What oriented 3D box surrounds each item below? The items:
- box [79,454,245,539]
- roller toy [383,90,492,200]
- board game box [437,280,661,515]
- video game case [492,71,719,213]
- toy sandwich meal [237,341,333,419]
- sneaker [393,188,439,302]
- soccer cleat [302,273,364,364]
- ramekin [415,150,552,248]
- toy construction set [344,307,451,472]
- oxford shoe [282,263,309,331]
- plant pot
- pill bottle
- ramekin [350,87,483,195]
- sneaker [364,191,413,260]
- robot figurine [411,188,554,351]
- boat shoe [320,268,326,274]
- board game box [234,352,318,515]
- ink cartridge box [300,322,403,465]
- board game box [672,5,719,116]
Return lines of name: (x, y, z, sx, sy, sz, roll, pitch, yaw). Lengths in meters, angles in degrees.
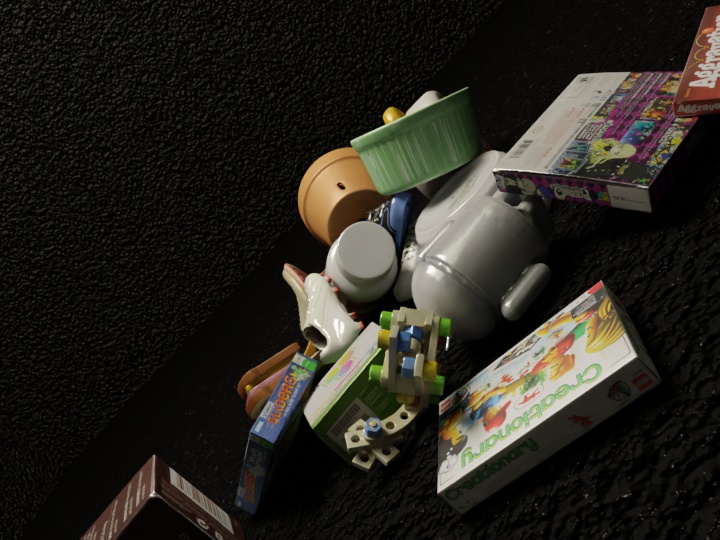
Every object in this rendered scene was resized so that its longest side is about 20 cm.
box: (-0.259, 0.373, 0.816, 0.201, 0.166, 0.164, -50, 14, -11)
roller toy: (0.140, -0.214, 1.204, 0.140, 0.199, 0.184, -42, 57, 21)
board game box: (0.148, 0.107, 0.572, 0.200, 0.035, 0.127, -43, 13, 22)
video game case: (0.270, -0.147, 0.718, 0.180, 0.036, 0.200, 15, 53, 45)
toy sandwich meal: (-0.103, 0.153, 1.042, 0.205, 0.070, 0.205, -44, -10, -9)
sneaker: (0.100, -0.038, 1.059, 0.201, 0.080, 0.076, -56, 17, -26)
soccer cleat: (-0.058, 0.065, 0.987, 0.077, 0.070, 0.200, -24, 33, -12)
ramekin: (0.163, -0.078, 0.938, 0.202, 0.094, 0.203, -45, 13, 13)
toy construction set: (0.046, 0.119, 0.687, 0.132, 0.091, 0.202, -74, 0, -50)
oxford shoe: (-0.091, 0.069, 1.172, 0.074, 0.070, 0.201, -48, 56, 14)
plant pot: (-0.012, -0.115, 1.267, 0.200, 0.200, 0.140, -44, 29, 11)
pill bottle: (0.000, 0.000, 1.066, 0.115, 0.114, 0.200, -51, -7, -17)
ramekin: (0.093, -0.194, 1.028, 0.197, 0.099, 0.200, -24, 10, 4)
sneaker: (0.039, -0.074, 1.089, 0.201, 0.077, 0.071, 95, -165, -68)
robot figurine: (0.136, -0.004, 0.762, 0.201, 0.113, 0.169, -50, 39, -9)
boat shoe: (-0.041, 0.048, 1.274, 0.074, 0.075, 0.201, -44, 22, 26)
board game box: (-0.114, 0.223, 0.899, 0.136, 0.034, 0.202, -61, -8, -46)
ink cartridge box: (-0.008, 0.145, 0.875, 0.148, 0.076, 0.200, -49, 14, -6)
board game box: (0.396, -0.226, 0.687, 0.102, 0.020, 0.201, 2, 45, 37)
